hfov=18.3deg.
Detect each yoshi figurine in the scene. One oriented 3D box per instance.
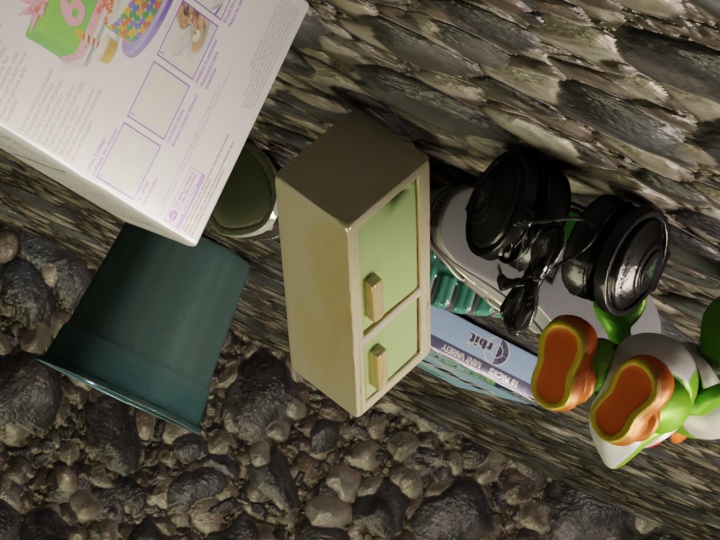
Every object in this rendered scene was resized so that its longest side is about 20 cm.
[{"bbox_3d":[0.197,0.050,1.345,0.112,0.113,0.199,-22,165,36],"label":"yoshi figurine"}]

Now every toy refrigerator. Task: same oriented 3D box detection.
[{"bbox_3d":[0.000,0.000,1.443,0.070,0.076,0.201,36,150,26],"label":"toy refrigerator"}]

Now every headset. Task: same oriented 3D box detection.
[{"bbox_3d":[0.113,-0.009,1.297,0.123,0.095,0.200,23,-176,7],"label":"headset"}]

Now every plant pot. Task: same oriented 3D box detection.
[{"bbox_3d":[-0.226,0.052,2.469,0.199,0.197,0.200,24,172,4],"label":"plant pot"}]

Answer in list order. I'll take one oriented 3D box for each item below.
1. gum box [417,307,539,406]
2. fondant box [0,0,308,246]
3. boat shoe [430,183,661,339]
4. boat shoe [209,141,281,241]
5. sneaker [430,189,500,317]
[{"bbox_3d":[0.080,0.073,2.215,0.169,0.045,0.200,28,173,-22],"label":"gum box"},{"bbox_3d":[-0.127,-0.117,1.112,0.058,0.145,0.200,20,172,38],"label":"fondant box"},{"bbox_3d":[0.116,0.006,1.501,0.199,0.072,0.066,29,176,-25],"label":"boat shoe"},{"bbox_3d":[-0.088,-0.060,1.723,0.060,0.072,0.201,23,-179,-29],"label":"boat shoe"},{"bbox_3d":[0.081,0.000,1.573,0.199,0.075,0.088,25,178,-12],"label":"sneaker"}]
